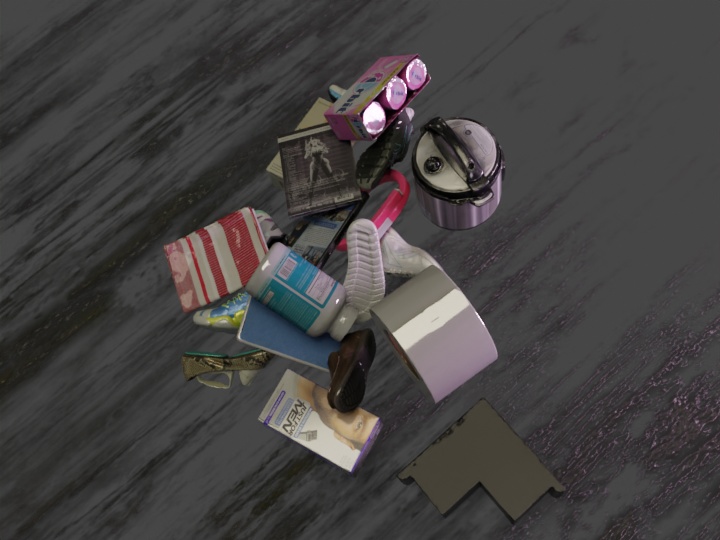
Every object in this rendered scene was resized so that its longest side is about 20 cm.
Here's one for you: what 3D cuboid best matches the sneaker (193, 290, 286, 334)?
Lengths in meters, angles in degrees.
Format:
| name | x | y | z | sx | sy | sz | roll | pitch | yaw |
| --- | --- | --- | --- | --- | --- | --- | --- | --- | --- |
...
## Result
| name | x | y | z | sx | sy | sz | roll | pitch | yaw |
| --- | --- | --- | --- | --- | --- | --- | --- | --- | --- |
| sneaker | -0.219 | 0.068 | 1.533 | 0.198 | 0.076 | 0.106 | 4 | 76 | -1 |

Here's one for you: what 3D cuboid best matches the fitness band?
| name | x | y | z | sx | sy | sz | roll | pitch | yaw |
| --- | --- | --- | --- | --- | --- | --- | --- | --- | --- |
| fitness band | 0.013 | -0.120 | 1.564 | 0.201 | 0.037 | 0.143 | -52 | 37 | -12 |

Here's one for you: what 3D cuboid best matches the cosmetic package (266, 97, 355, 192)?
| name | x | y | z | sx | sy | sz | roll | pitch | yaw |
| --- | --- | --- | --- | --- | --- | --- | --- | --- | --- |
| cosmetic package | -0.095 | -0.249 | 1.655 | 0.105 | 0.071 | 0.201 | 27 | 74 | 20 |

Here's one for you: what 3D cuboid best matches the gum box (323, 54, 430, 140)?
| name | x | y | z | sx | sy | sz | roll | pitch | yaw |
| --- | --- | --- | --- | --- | --- | --- | --- | --- | --- |
| gum box | 0.037 | -0.343 | 1.563 | 0.113 | 0.066 | 0.200 | 12 | 55 | 51 |

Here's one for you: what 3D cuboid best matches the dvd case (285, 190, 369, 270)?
| name | x | y | z | sx | sy | sz | roll | pitch | yaw |
| --- | --- | --- | --- | --- | --- | --- | --- | --- | --- |
| dvd case | -0.080 | -0.080 | 1.571 | 0.142 | 0.018 | 0.201 | 15 | 66 | 49 |

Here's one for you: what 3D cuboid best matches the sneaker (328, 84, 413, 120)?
| name | x | y | z | sx | sy | sz | roll | pitch | yaw |
| --- | --- | --- | --- | --- | --- | --- | --- | --- | --- |
| sneaker | 0.025 | -0.349 | 1.673 | 0.199 | 0.075 | 0.087 | 31 | 88 | 12 |

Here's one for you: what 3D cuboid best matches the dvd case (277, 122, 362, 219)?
| name | x | y | z | sx | sy | sz | roll | pitch | yaw |
| --- | --- | --- | --- | --- | --- | --- | --- | --- | --- |
| dvd case | -0.083 | -0.204 | 1.580 | 0.147 | 0.016 | 0.202 | -14 | 62 | 5 |

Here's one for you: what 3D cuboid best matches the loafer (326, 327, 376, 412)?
| name | x | y | z | sx | sy | sz | roll | pitch | yaw |
| --- | --- | --- | --- | --- | --- | --- | --- | --- | --- |
| loafer | -0.026 | 0.182 | 1.432 | 0.070 | 0.074 | 0.200 | -5 | 28 | 20 |

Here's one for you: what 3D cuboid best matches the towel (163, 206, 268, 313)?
| name | x | y | z | sx | sy | sz | roll | pitch | yaw |
| --- | --- | --- | --- | --- | --- | --- | --- | --- | --- |
| towel | -0.274 | -0.021 | 1.533 | 0.198 | 0.023 | 0.145 | -24 | 76 | 9 |

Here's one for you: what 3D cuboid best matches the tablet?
| name | x | y | z | sx | sy | sz | roll | pitch | yaw |
| --- | --- | --- | --- | --- | --- | --- | --- | --- | --- |
| tablet | -0.122 | 0.104 | 1.490 | 0.198 | 0.014 | 0.131 | 21 | 65 | -13 |

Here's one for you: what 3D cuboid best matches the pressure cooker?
| name | x | y | z | sx | sy | sz | roll | pitch | yaw |
| --- | --- | --- | --- | --- | --- | --- | --- | --- | --- |
| pressure cooker | 0.184 | -0.187 | 1.511 | 0.174 | 0.200 | 0.180 | 13 | 69 | 15 |

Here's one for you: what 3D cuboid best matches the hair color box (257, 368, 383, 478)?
| name | x | y | z | sx | sy | sz | roll | pitch | yaw |
| --- | --- | --- | --- | --- | --- | --- | --- | --- | --- |
| hair color box | -0.072 | 0.273 | 1.431 | 0.199 | 0.065 | 0.110 | 25 | 72 | 17 |

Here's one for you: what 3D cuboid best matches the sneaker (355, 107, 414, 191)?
| name | x | y | z | sx | sy | sz | roll | pitch | yaw |
| --- | --- | --- | --- | --- | --- | --- | --- | --- | --- |
| sneaker | 0.057 | -0.232 | 1.564 | 0.075 | 0.079 | 0.201 | 4 | 60 | 41 |

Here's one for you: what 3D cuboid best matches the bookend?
| name | x | y | z | sx | sy | sz | roll | pitch | yaw |
| --- | --- | --- | --- | --- | --- | --- | --- | --- | --- |
| bookend | 0.201 | 0.358 | 1.331 | 0.198 | 0.092 | 0.200 | -41 | 68 | -7 |

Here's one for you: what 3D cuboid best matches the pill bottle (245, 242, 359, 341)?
| name | x | y | z | sx | sy | sz | roll | pitch | yaw |
| --- | --- | --- | --- | --- | --- | --- | --- | --- | --- |
| pill bottle | -0.102 | 0.046 | 1.449 | 0.199 | 0.111 | 0.111 | 35 | 75 | -5 |

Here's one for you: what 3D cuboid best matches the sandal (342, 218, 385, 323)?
| name | x | y | z | sx | sy | sz | roll | pitch | yaw |
| --- | --- | --- | --- | --- | --- | --- | --- | --- | --- |
| sandal | 0.007 | 0.001 | 1.507 | 0.082 | 0.050 | 0.205 | 4 | 106 | -3 |

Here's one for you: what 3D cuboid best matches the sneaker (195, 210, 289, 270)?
| name | x | y | z | sx | sy | sz | roll | pitch | yaw |
| --- | --- | --- | --- | --- | --- | --- | --- | --- | --- |
| sneaker | -0.226 | -0.021 | 1.562 | 0.200 | 0.078 | 0.140 | -44 | 53 | -9 |

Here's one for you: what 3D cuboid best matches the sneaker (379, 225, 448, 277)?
| name | x | y | z | sx | sy | sz | roll | pitch | yaw |
| --- | --- | --- | --- | --- | --- | --- | --- | --- | --- |
| sneaker | 0.085 | -0.014 | 1.531 | 0.200 | 0.070 | 0.080 | 35 | 82 | 29 |

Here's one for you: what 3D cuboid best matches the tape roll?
| name | x | y | z | sx | sy | sz | roll | pitch | yaw |
| --- | --- | --- | --- | --- | --- | --- | --- | --- | --- |
| tape roll | 0.126 | 0.111 | 1.392 | 0.139 | 0.203 | 0.203 | -34 | 66 | -7 |

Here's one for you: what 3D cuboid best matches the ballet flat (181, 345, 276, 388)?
| name | x | y | z | sx | sy | sz | roll | pitch | yaw |
| --- | --- | --- | --- | --- | --- | --- | --- | --- | --- |
| ballet flat | -0.244 | 0.184 | 1.505 | 0.198 | 0.068 | 0.076 | -6 | 88 | 13 |
